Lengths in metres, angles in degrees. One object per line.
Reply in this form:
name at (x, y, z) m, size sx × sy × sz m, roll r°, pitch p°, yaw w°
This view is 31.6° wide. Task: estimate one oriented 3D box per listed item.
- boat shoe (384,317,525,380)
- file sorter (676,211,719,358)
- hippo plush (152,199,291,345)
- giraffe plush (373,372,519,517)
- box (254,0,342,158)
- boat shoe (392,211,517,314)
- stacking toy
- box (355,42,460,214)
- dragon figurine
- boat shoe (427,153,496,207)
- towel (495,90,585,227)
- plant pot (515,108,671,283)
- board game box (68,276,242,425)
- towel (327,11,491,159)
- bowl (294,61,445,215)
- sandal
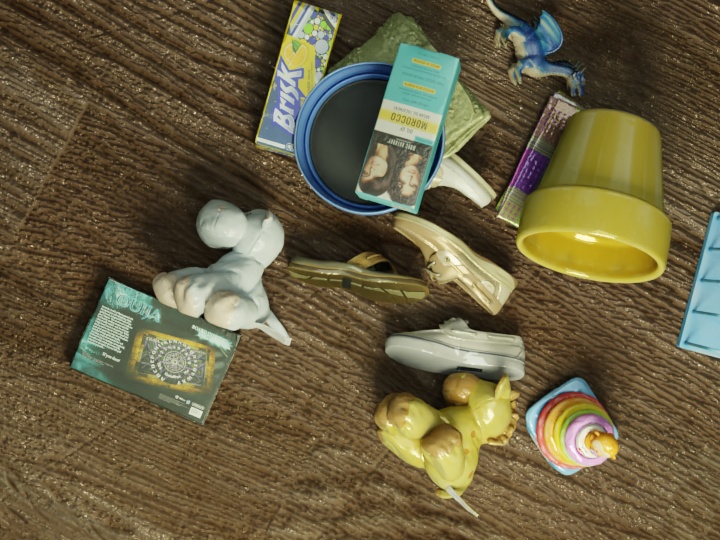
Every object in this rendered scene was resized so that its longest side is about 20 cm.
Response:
boat shoe at (0.133, 0.102, 1.771) m, size 0.199 × 0.071 × 0.070 m, roll 8°, pitch 63°, yaw -3°
file sorter at (0.552, 0.031, 1.780) m, size 0.138 × 0.123 × 0.201 m, roll 15°, pitch 89°, yaw -7°
hippo plush at (-0.161, -0.008, 1.682) m, size 0.199 × 0.159 × 0.162 m, roll 19°, pitch 90°, yaw -6°
giraffe plush at (0.138, 0.206, 1.732) m, size 0.200 × 0.173 × 0.162 m, roll 46°, pitch 72°, yaw -4°
box at (-0.087, -0.257, 1.731) m, size 0.070 × 0.064 × 0.201 m, roll 16°, pitch 89°, yaw -6°
boat shoe at (0.122, -0.011, 1.757) m, size 0.199 × 0.071 × 0.065 m, roll 33°, pitch 87°, yaw -7°
stacking toy at (0.306, 0.225, 1.718) m, size 0.109 × 0.200 × 0.116 m, roll -34°, pitch 96°, yaw -4°
box at (0.061, -0.181, 1.623) m, size 0.082 × 0.049 × 0.201 m, roll 16°, pitch 87°, yaw 8°
dragon figurine at (0.242, -0.323, 1.768) m, size 0.099 × 0.059 × 0.201 m, roll -25°, pitch 95°, yaw -5°
boat shoe at (0.093, -0.144, 1.754) m, size 0.200 × 0.075 × 0.069 m, roll 38°, pitch 89°, yaw 5°
towel at (0.291, -0.136, 1.797) m, size 0.143 × 0.023 × 0.201 m, roll 27°, pitch 89°, yaw -7°
plant pot at (0.324, -0.104, 1.705) m, size 0.199 × 0.201 × 0.190 m, roll 16°, pitch 74°, yaw -6°
board game box at (-0.278, 0.109, 1.738) m, size 0.199 × 0.028 × 0.136 m, roll 25°, pitch 88°, yaw -6°
towel at (0.063, -0.232, 1.710) m, size 0.148 × 0.036 × 0.200 m, roll -39°, pitch 82°, yaw 1°
bowl at (0.013, -0.172, 1.673) m, size 0.199 × 0.039 × 0.202 m, roll -1°, pitch 85°, yaw 6°
sandal at (0.000, 0.000, 1.750) m, size 0.199 × 0.080 × 0.054 m, roll 12°, pitch 69°, yaw -2°
